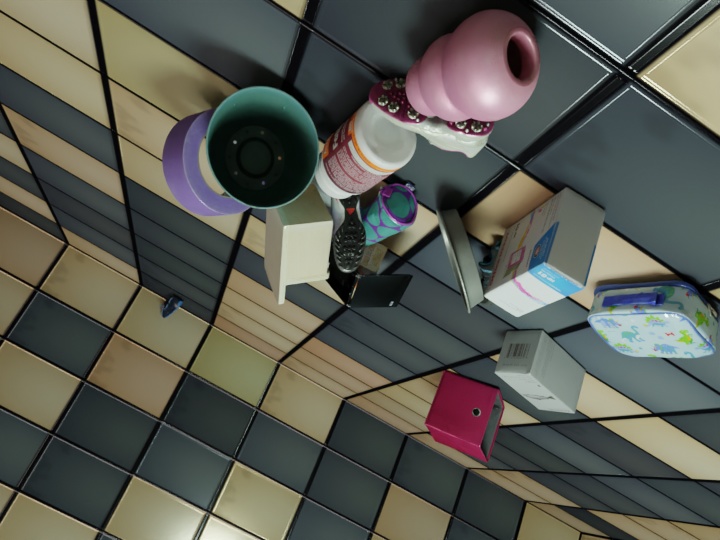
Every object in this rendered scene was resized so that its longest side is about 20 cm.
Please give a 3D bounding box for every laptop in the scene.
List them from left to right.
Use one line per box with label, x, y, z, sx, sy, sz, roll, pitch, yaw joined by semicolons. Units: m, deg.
laptop;0.000;0.000;1.290;0.201;0.102;0.178;49;157;14

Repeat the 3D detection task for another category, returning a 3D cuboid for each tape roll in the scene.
tape roll;-0.287;-0.213;1.165;0.083;0.204;0.200;2;148;43

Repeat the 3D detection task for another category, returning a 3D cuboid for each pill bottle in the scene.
pill bottle;0.000;-0.199;0.996;0.113;0.117;0.199;33;156;-18

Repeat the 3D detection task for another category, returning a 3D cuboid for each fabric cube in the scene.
fabric cube;0.349;0.481;1.932;0.194;0.200;0.201;15;156;28

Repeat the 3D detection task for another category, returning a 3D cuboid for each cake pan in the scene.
cake pan;0.188;-0.024;1.094;0.036;0.205;0.202;-17;146;6

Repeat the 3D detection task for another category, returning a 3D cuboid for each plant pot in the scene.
plant pot;-0.186;-0.216;1.072;0.198;0.204;0.160;33;175;-17

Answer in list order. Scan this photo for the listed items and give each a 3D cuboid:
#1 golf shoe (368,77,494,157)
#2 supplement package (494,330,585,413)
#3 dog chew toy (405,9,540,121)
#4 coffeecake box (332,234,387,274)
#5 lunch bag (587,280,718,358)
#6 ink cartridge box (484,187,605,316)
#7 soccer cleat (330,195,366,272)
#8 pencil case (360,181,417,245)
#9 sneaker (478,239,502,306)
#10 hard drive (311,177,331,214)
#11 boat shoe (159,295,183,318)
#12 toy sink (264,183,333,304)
golf shoe;0.102;-0.225;0.887;0.195;0.077;0.092;23;161;12
supplement package;0.446;0.250;1.445;0.198;0.120;0.115;38;154;-26
dog chew toy;0.131;-0.251;0.750;0.124;0.127;0.198;39;163;-29
coffeecake box;-0.049;-0.038;1.366;0.195;0.075;0.154;27;157;2
lunch bag;0.529;0.088;1.062;0.159;0.084;0.198;37;155;-25
ink cartridge box;0.305;-0.023;0.990;0.083;0.148;0.200;27;158;-6
soccer cleat;-0.029;-0.099;1.160;0.066;0.208;0.073;-3;179;-13
pencil case;0.038;-0.110;1.175;0.093;0.085;0.199;51;154;-7
sneaker;0.279;0.004;1.198;0.081;0.073;0.201;40;153;9
hard drive;-0.069;-0.139;1.311;0.199;0.027;0.130;42;153;-29
boat shoe;-0.909;0.164;2.799;0.069;0.085;0.198;48;130;-10
toy sink;-0.128;-0.052;1.198;0.108;0.132;0.205;-7;131;-21
